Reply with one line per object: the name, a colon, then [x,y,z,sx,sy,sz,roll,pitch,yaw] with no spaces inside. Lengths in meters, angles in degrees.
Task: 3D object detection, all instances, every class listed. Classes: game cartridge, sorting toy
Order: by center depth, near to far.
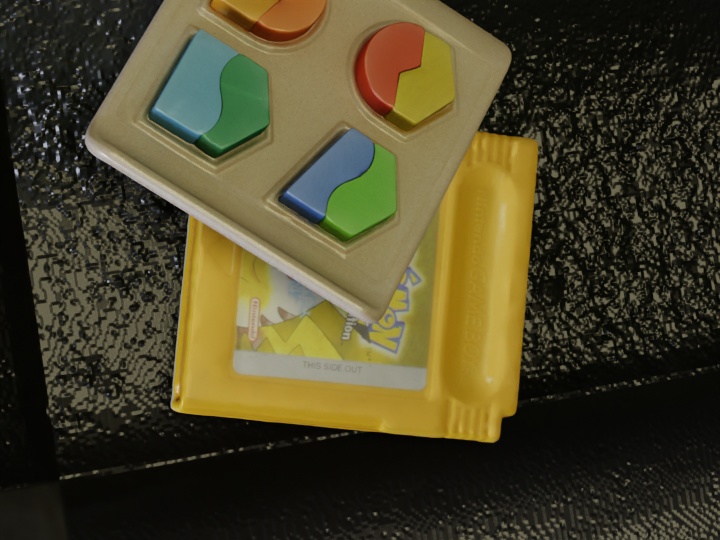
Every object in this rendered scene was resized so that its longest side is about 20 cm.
sorting toy: [-0.026,-0.097,1.011,0.184,0.036,0.201,32,64,-10]
game cartridge: [0.000,0.000,1.047,0.198,0.032,0.178,6,84,-18]
